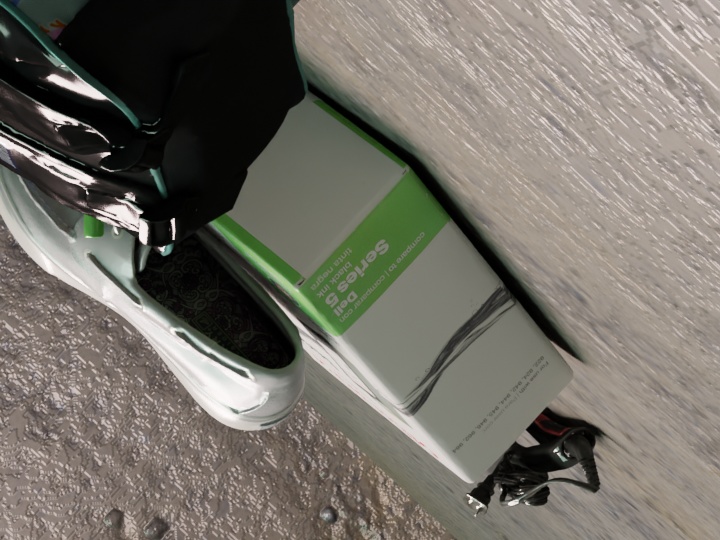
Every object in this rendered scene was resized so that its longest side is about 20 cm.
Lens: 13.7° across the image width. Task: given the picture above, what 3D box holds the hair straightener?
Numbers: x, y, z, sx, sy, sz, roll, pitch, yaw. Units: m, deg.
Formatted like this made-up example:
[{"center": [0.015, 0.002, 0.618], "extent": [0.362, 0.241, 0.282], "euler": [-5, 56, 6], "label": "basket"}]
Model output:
[{"center": [0.100, 0.124, 1.769], "extent": [0.041, 0.077, 0.200], "euler": [45, 174, -11], "label": "hair straightener"}]

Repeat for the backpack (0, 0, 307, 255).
[{"center": [-0.111, -0.124, 1.011], "extent": [0.200, 0.154, 0.176], "euler": [31, 169, 13], "label": "backpack"}]

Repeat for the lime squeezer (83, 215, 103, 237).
[{"center": [-0.152, -0.116, 1.408], "extent": [0.200, 0.071, 0.038], "euler": [60, -166, 10], "label": "lime squeezer"}]

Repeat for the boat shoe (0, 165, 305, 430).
[{"center": [-0.103, -0.006, 1.454], "extent": [0.200, 0.072, 0.069], "euler": [49, 153, 13], "label": "boat shoe"}]

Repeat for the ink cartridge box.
[{"center": [0.000, 0.000, 1.502], "extent": [0.145, 0.084, 0.200], "euler": [38, 172, 43], "label": "ink cartridge box"}]
